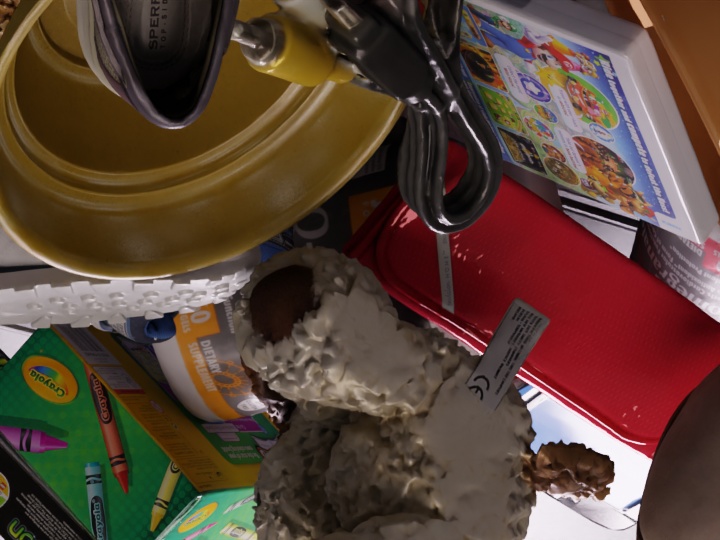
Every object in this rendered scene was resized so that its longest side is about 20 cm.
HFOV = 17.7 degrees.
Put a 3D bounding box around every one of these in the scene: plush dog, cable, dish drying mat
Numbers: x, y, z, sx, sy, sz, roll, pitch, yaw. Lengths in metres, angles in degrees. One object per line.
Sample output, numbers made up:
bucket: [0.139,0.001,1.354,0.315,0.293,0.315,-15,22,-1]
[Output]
plush dog: [0.007,0.098,1.049,0.160,0.201,0.172,0,168,-25]
cable: [0.018,-0.088,0.939,0.097,0.050,0.200,-50,151,-2]
dish drying mat: [0.090,0.017,1.077,0.200,0.018,0.077,33,105,-25]

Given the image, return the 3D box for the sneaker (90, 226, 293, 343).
sneaker: [-0.123,-0.005,1.086,0.199,0.085,0.077,-16,167,8]

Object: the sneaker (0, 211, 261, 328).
sneaker: [-0.144,-0.019,1.025,0.199,0.081,0.076,0,162,-4]

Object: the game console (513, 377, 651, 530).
game console: [0.085,0.113,1.223,0.172,0.119,0.200,32,156,-5]

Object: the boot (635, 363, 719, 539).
boot: [0.207,0.037,1.024,0.070,0.200,0.146,39,150,7]

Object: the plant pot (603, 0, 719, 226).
plant pot: [0.189,-0.106,0.968,0.140,0.200,0.200,-28,143,4]

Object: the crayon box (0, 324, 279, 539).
crayon box: [-0.102,0.089,1.194,0.058,0.119,0.200,-47,165,10]

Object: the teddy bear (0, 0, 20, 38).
teddy bear: [-0.167,-0.074,1.067,0.200,0.067,0.145,-23,144,27]

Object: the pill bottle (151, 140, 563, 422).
pill bottle: [0.000,0.000,1.150,0.199,0.117,0.116,-14,145,14]

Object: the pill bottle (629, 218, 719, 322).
pill bottle: [0.192,-0.003,1.171,0.110,0.111,0.200,-1,146,-4]

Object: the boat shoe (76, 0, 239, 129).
boat shoe: [-0.068,-0.144,0.800,0.072,0.065,0.201,-8,120,-20]

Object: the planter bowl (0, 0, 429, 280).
planter bowl: [-0.077,-0.098,0.947,0.200,0.084,0.201,-21,142,-18]

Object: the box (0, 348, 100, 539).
box: [-0.181,0.085,1.171,0.035,0.200,0.110,-47,172,9]

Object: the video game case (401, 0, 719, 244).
video game case: [0.054,-0.088,1.002,0.200,0.018,0.143,26,161,33]
